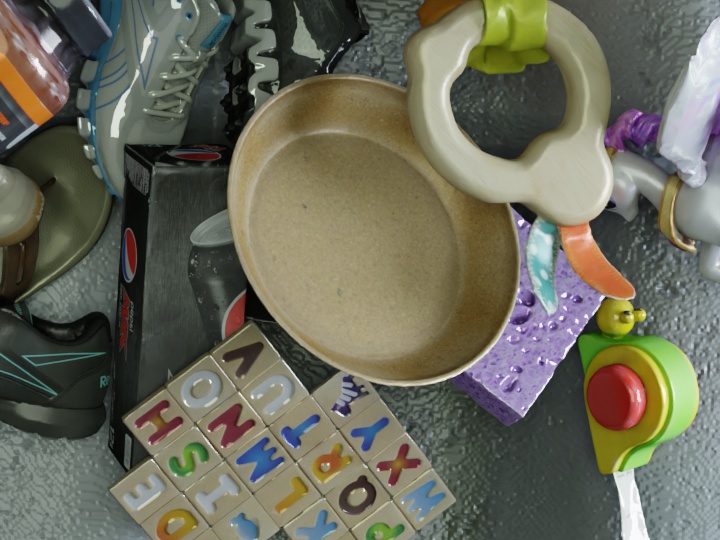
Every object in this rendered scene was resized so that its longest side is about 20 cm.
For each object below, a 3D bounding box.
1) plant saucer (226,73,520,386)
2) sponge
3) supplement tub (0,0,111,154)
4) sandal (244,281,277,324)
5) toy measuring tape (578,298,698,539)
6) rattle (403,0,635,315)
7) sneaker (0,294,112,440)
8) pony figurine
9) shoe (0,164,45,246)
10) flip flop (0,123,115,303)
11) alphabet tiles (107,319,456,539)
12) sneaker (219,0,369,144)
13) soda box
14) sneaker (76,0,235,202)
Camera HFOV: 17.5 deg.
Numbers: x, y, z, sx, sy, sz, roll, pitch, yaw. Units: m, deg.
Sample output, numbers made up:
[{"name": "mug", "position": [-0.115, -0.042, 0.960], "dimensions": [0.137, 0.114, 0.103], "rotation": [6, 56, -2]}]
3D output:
[{"name": "plant saucer", "position": [0.003, -0.020, 1.404], "dimensions": [0.200, 0.035, 0.201], "rotation": [13, 62, -26]}, {"name": "sponge", "position": [0.049, -0.008, 1.467], "dimensions": [0.200, 0.030, 0.112], "rotation": [39, 65, -3]}, {"name": "supplement tub", "position": [-0.244, -0.107, 1.362], "dimensions": [0.200, 0.107, 0.107], "rotation": [-35, 92, -1]}, {"name": "sandal", "position": [0.000, 0.000, 1.486], "dimensions": [0.199, 0.045, 0.075], "rotation": [4, 90, -2]}, {"name": "toy measuring tape", "position": [0.186, 0.114, 1.479], "dimensions": [0.073, 0.074, 0.201], "rotation": [-12, 89, -2]}, {"name": "rattle", "position": [0.092, -0.072, 1.441], "dimensions": [0.130, 0.143, 0.200], "rotation": [-36, 103, -25]}, {"name": "sneaker", "position": [-0.247, 0.049, 1.444], "dimensions": [0.200, 0.075, 0.079], "rotation": [10, 108, -26]}, {"name": "pony figurine", "position": [0.228, -0.071, 1.446], "dimensions": [0.200, 0.167, 0.193], "rotation": [30, 113, 8]}, {"name": "shoe", "position": [-0.292, -0.041, 1.441], "dimensions": [0.199, 0.053, 0.070], "rotation": [-7, 67, 21]}, {"name": "flip flop", "position": [-0.236, -0.012, 1.470], "dimensions": [0.200, 0.058, 0.081], "rotation": [-38, 92, -1]}, {"name": "alphabet tiles", "position": [-0.054, 0.129, 1.457], "dimensions": [0.167, 0.008, 0.200], "rotation": [-37, 121, -1]}, {"name": "sneaker", "position": [-0.039, -0.175, 1.476], "dimensions": [0.090, 0.066, 0.201], "rotation": [4, 81, -20]}, {"name": "soda box", "position": [-0.111, 0.025, 1.443], "dimensions": [0.071, 0.063, 0.201], "rotation": [0, 106, -20]}, {"name": "sneaker", "position": [-0.119, -0.138, 1.450], "dimensions": [0.086, 0.075, 0.201], "rotation": [6, 93, 38]}]
